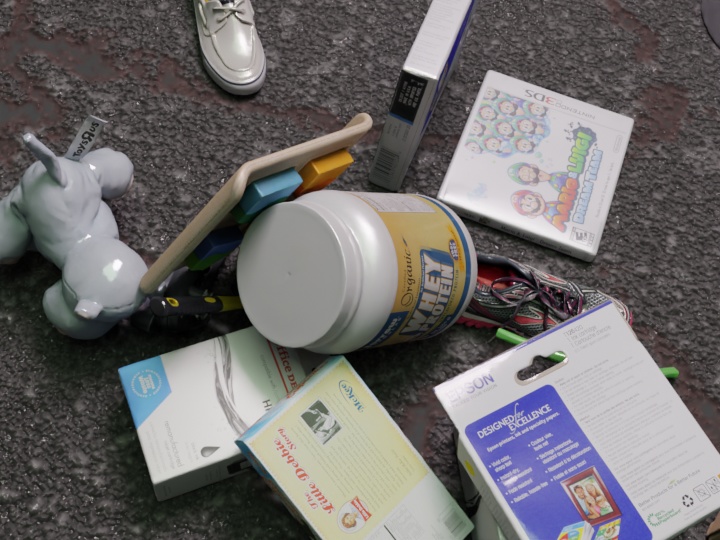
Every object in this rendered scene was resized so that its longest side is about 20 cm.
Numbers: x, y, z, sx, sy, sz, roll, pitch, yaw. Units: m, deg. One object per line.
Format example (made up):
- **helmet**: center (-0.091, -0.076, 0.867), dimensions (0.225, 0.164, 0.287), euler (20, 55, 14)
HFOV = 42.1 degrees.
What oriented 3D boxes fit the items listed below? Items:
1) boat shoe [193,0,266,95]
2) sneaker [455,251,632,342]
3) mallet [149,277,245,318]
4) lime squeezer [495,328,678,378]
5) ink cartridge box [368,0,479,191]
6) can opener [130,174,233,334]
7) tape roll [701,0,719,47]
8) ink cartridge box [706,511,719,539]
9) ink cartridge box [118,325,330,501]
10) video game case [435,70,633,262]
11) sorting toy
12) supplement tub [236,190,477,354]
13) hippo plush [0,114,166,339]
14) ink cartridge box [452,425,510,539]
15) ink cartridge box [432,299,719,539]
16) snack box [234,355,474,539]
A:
- **boat shoe**: center (-0.156, -0.297, 1.085), dimensions (0.071, 0.070, 0.200), euler (-10, 63, -11)
- **sneaker**: center (0.175, 0.034, 0.939), dimensions (0.200, 0.075, 0.081), euler (12, 61, 0)
- **mallet**: center (-0.122, 0.038, 0.857), dimensions (0.041, 0.200, 0.066), euler (-43, 82, 17)
- **lime squeezer**: center (0.232, 0.089, 0.898), dimensions (0.200, 0.038, 0.071), euler (13, 32, -13)
- **ink cartridge box**: center (0.075, -0.215, 0.994), dimensions (0.043, 0.198, 0.200), euler (24, 61, 3)
- **can opener**: center (-0.157, -0.020, 0.939), dimensions (0.079, 0.063, 0.200), euler (23, 62, 7)
- **tape roll**: center (0.541, -0.336, 1.183), dimensions (0.200, 0.066, 0.200), euler (3, 62, -5)
- **ink cartridge box**: center (0.447, 0.207, 0.875), dimensions (0.165, 0.075, 0.200), euler (32, 64, 10)
- **ink cartridge box**: center (-0.109, 0.120, 0.866), dimensions (0.200, 0.067, 0.116), euler (-18, 65, -15)
- **video game case**: center (0.200, -0.123, 1.055), dimensions (0.182, 0.024, 0.200), euler (20, 62, 5)
- **sorting toy**: center (-0.089, -0.057, 0.845), dimensions (0.036, 0.185, 0.200), euler (52, 41, 2)
- **supplement tub**: center (0.000, 0.000, 0.853), dimensions (0.200, 0.145, 0.145), euler (-4, 54, -53)
- **hippo plush**: center (-0.249, -0.027, 0.887), dimensions (0.161, 0.200, 0.159), euler (55, 40, 3)
- **ink cartridge box**: center (0.174, 0.212, 0.836), dimensions (0.144, 0.084, 0.200), euler (-4, 62, -9)
- **ink cartridge box**: center (0.190, 0.151, 0.800), dimensions (0.198, 0.047, 0.200), euler (-23, 65, -18)
- **snack box**: center (-0.003, 0.187, 0.814), dimensions (0.116, 0.037, 0.200), euler (-40, 98, -23)
